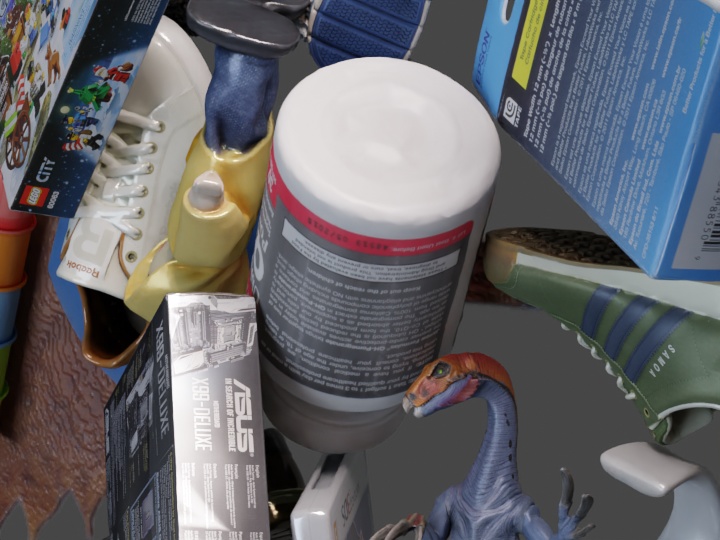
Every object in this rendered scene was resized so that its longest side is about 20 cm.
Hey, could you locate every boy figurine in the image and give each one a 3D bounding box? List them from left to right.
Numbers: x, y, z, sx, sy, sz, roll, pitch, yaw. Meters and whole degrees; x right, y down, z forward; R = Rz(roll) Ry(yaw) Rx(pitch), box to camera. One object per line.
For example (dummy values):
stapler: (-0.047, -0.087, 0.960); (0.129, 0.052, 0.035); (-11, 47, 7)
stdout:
boy figurine: (-0.073, -0.054, 1.255); (0.064, 0.125, 0.201); (15, 126, -3)

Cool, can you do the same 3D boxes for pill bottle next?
pill bottle: (0.000, 0.000, 1.245); (0.111, 0.110, 0.200); (46, 145, 27)

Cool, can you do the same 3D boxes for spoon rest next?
spoon rest: (0.147, 0.168, 1.209); (0.099, 0.060, 0.201); (28, 132, 38)

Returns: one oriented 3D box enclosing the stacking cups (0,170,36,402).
stacking cups: (-0.236, 0.020, 1.534); (0.060, 0.060, 0.201); (34, 122, 34)

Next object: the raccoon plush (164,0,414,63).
raccoon plush: (-0.073, -0.127, 1.323); (0.200, 0.096, 0.134); (57, 140, 18)

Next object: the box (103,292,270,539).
box: (-0.088, 0.132, 1.248); (0.158, 0.050, 0.201); (125, 145, -59)

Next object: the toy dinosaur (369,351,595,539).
toy dinosaur: (0.047, 0.138, 1.248); (0.200, 0.104, 0.182); (117, 160, -75)

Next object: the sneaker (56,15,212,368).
sneaker: (-0.120, -0.036, 1.321); (0.073, 0.085, 0.201); (17, 122, 27)

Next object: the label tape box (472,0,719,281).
label tape box: (0.129, -0.104, 1.133); (0.200, 0.066, 0.144); (-127, 44, -53)

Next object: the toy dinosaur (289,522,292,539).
toy dinosaur: (-0.040, 0.192, 1.352); (0.088, 0.047, 0.201); (32, 141, 42)

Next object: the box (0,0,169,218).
box: (-0.144, -0.146, 1.285); (0.200, 0.038, 0.137); (-62, 33, 36)

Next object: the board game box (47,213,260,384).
board game box: (-0.101, -0.014, 1.412); (0.158, 0.039, 0.201); (38, 129, 26)

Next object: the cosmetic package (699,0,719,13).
cosmetic package: (0.170, -0.212, 1.003); (0.200, 0.167, 0.167); (36, 122, 32)

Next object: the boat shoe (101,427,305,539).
boat shoe: (-0.095, 0.142, 1.428); (0.200, 0.073, 0.065); (-26, 67, 43)

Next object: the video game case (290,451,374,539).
video game case: (-0.004, 0.201, 1.287); (0.023, 0.182, 0.201); (-6, 97, 6)

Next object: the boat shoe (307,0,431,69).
boat shoe: (0.027, -0.188, 1.201); (0.072, 0.073, 0.200); (24, 122, -14)

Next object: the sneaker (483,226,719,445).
sneaker: (0.137, 0.037, 1.167); (0.200, 0.067, 0.090); (12, 105, 40)
